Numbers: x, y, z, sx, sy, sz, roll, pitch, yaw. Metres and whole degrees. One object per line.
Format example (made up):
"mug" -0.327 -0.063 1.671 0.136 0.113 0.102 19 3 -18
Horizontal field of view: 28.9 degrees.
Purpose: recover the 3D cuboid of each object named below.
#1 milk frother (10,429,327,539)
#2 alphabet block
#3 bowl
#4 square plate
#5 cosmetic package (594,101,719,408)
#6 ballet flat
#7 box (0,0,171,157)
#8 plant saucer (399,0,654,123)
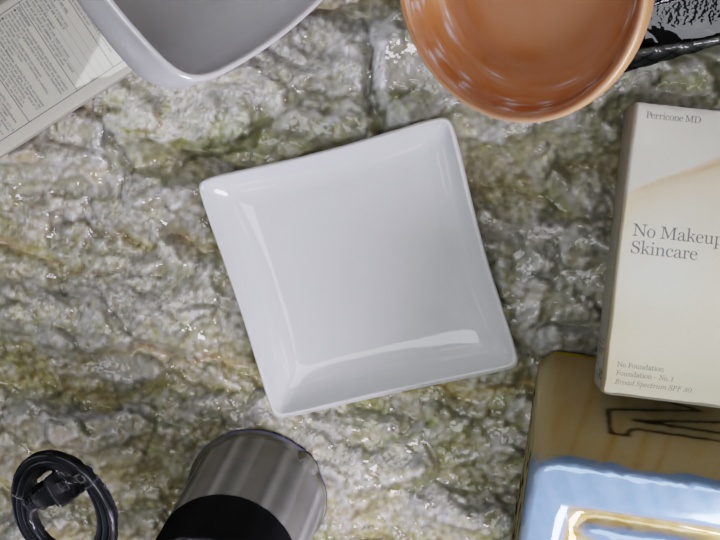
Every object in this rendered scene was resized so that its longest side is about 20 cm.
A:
"milk frother" -0.141 0.182 1.054 0.180 0.188 0.200 -18 104 13
"alphabet block" 0.208 0.190 0.998 0.196 0.200 0.195 10 110 6
"bowl" -0.127 -0.228 0.933 0.075 0.200 0.200 -21 108 50
"square plate" 0.000 0.000 1.058 0.198 0.028 0.200 -13 105 13
"cosmetic package" 0.225 -0.011 0.970 0.103 0.073 0.200 5 93 5
"ballet flat" 0.237 -0.178 0.948 0.200 0.057 0.066 -22 104 15
"box" -0.229 -0.157 1.014 0.200 0.078 0.095 -28 101 16
"plant saucer" 0.111 -0.200 0.932 0.200 0.037 0.200 13 111 39
